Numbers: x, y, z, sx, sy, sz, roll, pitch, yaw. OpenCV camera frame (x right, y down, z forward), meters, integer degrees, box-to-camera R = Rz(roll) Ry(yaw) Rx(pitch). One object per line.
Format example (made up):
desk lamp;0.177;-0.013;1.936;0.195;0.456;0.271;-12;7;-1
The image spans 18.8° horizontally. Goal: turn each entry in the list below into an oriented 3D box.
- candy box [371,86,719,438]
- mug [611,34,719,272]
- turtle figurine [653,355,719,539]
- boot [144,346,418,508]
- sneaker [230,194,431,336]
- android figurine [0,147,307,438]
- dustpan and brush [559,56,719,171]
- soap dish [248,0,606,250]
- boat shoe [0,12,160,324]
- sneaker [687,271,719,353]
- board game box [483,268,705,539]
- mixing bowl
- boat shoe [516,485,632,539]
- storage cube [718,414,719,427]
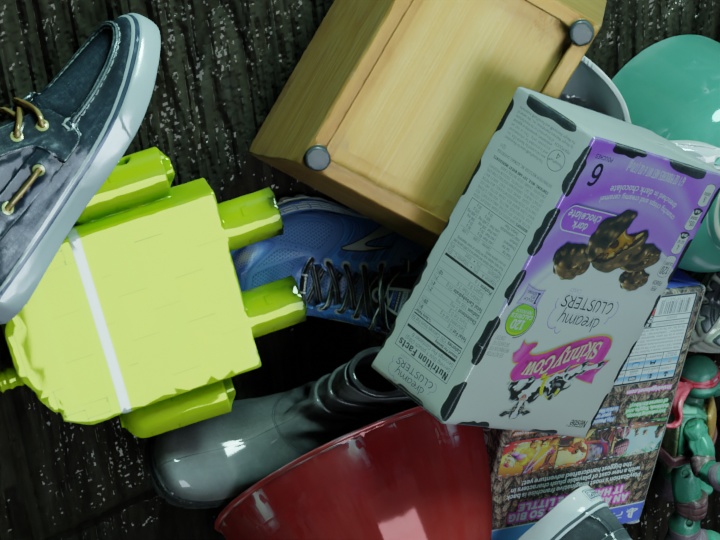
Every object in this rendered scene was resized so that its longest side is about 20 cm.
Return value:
candy box;0.121;0.001;1.367;0.167;0.071;0.201;9;112;-52
mug;0.238;-0.064;1.540;0.185;0.114;0.152;-52;134;1
turtle figurine;0.266;0.124;1.669;0.150;0.100;0.201;-67;168;-45
boot;-0.036;0.091;1.422;0.199;0.070;0.132;-15;164;-40
sneaker;0.000;0.000;1.419;0.199;0.089;0.079;-6;120;-31
android figurine;-0.137;0.020;1.335;0.199;0.041;0.183;-19;114;-7
dustpan and brush;0.151;-0.090;1.451;0.199;0.057;0.140;4;115;-15
soap dish;0.047;-0.119;1.358;0.157;0.081;0.201;27;101;-21
boat shoe;-0.195;-0.072;1.243;0.091;0.071;0.201;30;90;-32
sneaker;0.290;-0.018;1.640;0.078;0.080;0.200;49;64;-16
board game box;0.138;0.085;1.568;0.159;0.097;0.201;-5;119;-34
mixing bowl;0.012;0.178;1.459;0.199;0.109;0.200;-23;165;-7
boat shoe;0.114;0.243;1.539;0.200;0.068;0.072;-45;158;13
storage cube;0.425;0.173;1.781;0.171;0.180;0.201;-35;133;-14
